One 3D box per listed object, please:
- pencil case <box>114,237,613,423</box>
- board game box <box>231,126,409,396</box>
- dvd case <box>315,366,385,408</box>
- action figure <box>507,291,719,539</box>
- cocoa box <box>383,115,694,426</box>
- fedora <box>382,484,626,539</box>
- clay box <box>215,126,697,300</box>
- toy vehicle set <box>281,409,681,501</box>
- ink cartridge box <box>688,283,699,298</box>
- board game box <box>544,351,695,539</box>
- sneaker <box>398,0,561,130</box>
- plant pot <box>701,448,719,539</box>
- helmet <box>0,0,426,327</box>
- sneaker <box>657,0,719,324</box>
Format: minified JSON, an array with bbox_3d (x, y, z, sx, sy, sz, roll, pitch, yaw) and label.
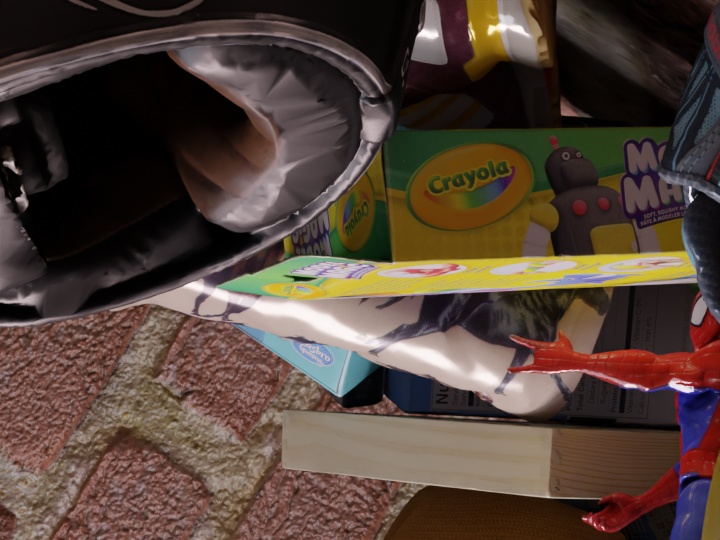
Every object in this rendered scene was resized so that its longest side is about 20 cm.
[{"bbox_3d":[0.000,0.000,0.884,0.199,0.078,0.089,15,178,-16],"label":"pencil case"},{"bbox_3d":[-0.033,-0.070,0.958,0.151,0.201,0.047,33,-141,21],"label":"board game box"},{"bbox_3d":[-0.023,-0.059,1.062,0.025,0.201,0.150,-6,-157,-23],"label":"dvd case"},{"bbox_3d":[0.099,0.094,0.831,0.098,0.201,0.065,-1,150,25],"label":"action figure"},{"bbox_3d":[0.069,-0.007,1.096,0.130,0.135,0.200,3,-175,-9],"label":"cocoa box"},{"bbox_3d":[0.060,0.147,1.049,0.199,0.082,0.201,8,158,3],"label":"fedora"},{"bbox_3d":[0.058,-0.019,0.797,0.198,0.048,0.115,-1,174,-19],"label":"clay box"},{"bbox_3d":[0.070,0.078,0.987,0.124,0.027,0.199,5,176,-33],"label":"toy vehicle set"},{"bbox_3d":[0.230,0.034,0.923,0.199,0.068,0.117,33,179,15],"label":"ink cartridge box"},{"bbox_3d":[0.157,0.081,1.117,0.199,0.200,0.062,-15,100,39],"label":"board game box"},{"bbox_3d":[0.023,-0.081,0.807,0.089,0.076,0.200,-2,166,6],"label":"sneaker"},{"bbox_3d":[0.198,0.067,0.759,0.199,0.200,0.142,33,-156,-19],"label":"plant pot"},{"bbox_3d":[-0.090,-0.103,0.637,0.200,0.199,0.192,33,-145,-60],"label":"helmet"},{"bbox_3d":[0.115,-0.027,0.598,0.079,0.096,0.200,33,179,25],"label":"sneaker"}]
